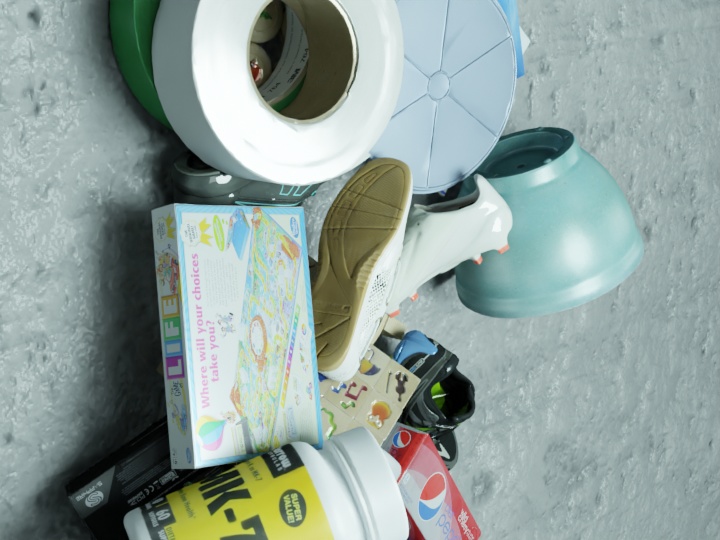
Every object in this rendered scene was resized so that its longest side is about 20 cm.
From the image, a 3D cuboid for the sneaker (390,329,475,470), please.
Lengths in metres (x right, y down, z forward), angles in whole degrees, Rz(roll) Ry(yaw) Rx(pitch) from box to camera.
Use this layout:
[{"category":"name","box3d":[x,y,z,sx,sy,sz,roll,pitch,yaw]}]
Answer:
[{"category":"sneaker","box3d":[0.076,0.146,1.300,0.071,0.082,0.201,-49,147,-32]}]

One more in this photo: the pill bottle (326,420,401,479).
[{"category":"pill bottle","box3d":[-0.058,0.233,1.155,0.111,0.110,0.201,42,76,-42]}]

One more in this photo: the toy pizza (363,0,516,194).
[{"category":"toy pizza","box3d":[0.063,-0.171,1.176,0.198,0.032,0.203,-13,113,-33]}]

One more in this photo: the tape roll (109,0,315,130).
[{"category":"tape roll","box3d":[-0.106,-0.206,1.052,0.198,0.048,0.204,-7,101,-35]}]

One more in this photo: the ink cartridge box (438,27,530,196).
[{"category":"ink cartridge box","box3d":[0.067,-0.211,1.267,0.200,0.040,0.202,44,70,-41]}]

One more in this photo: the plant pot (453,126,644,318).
[{"category":"plant pot","box3d":[0.176,-0.061,1.301,0.200,0.198,0.136,-38,121,-36]}]

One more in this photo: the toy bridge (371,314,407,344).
[{"category":"toy bridge","box3d":[-0.014,0.127,1.253,0.067,0.027,0.203,31,76,-45]}]

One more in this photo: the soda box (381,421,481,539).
[{"category":"soda box","box3d":[0.058,0.237,1.305,0.070,0.063,0.201,-56,140,-25]}]

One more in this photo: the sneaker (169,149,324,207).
[{"category":"sneaker","box3d":[-0.084,-0.077,1.122,0.198,0.075,0.080,-17,124,-38]}]

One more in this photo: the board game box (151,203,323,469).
[{"category":"board game box","box3d":[-0.097,0.050,1.031,0.133,0.034,0.204,0,83,-44]}]

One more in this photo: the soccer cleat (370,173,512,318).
[{"category":"soccer cleat","box3d":[0.050,-0.019,1.219,0.198,0.069,0.078,-30,108,8]}]

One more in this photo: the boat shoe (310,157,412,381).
[{"category":"boat shoe","box3d":[0.000,0.000,1.128,0.203,0.070,0.069,-69,153,-14]}]

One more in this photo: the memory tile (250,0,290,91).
[{"category":"memory tile","box3d":[-0.029,-0.210,1.146,0.198,0.017,0.156,12,90,-33]}]

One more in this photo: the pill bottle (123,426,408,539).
[{"category":"pill bottle","box3d":[-0.071,0.201,0.981,0.198,0.114,0.116,-21,115,-14]}]

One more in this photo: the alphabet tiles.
[{"category":"alphabet tiles","box3d":[-0.051,0.078,1.125,0.199,0.008,0.168,35,66,-1]}]

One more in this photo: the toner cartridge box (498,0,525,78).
[{"category":"toner cartridge box","box3d":[0.102,-0.271,1.225,0.094,0.043,0.203,-29,120,-36]}]

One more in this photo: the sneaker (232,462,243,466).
[{"category":"sneaker","box3d":[-0.132,0.188,1.101,0.201,0.075,0.071,-57,133,-24]}]

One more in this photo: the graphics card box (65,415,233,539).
[{"category":"graphics card box","box3d":[-0.137,0.225,1.048,0.125,0.051,0.202,-34,103,-11]}]

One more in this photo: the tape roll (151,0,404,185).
[{"category":"tape roll","box3d":[-0.062,-0.170,1.018,0.200,0.070,0.206,-6,101,-36]}]
